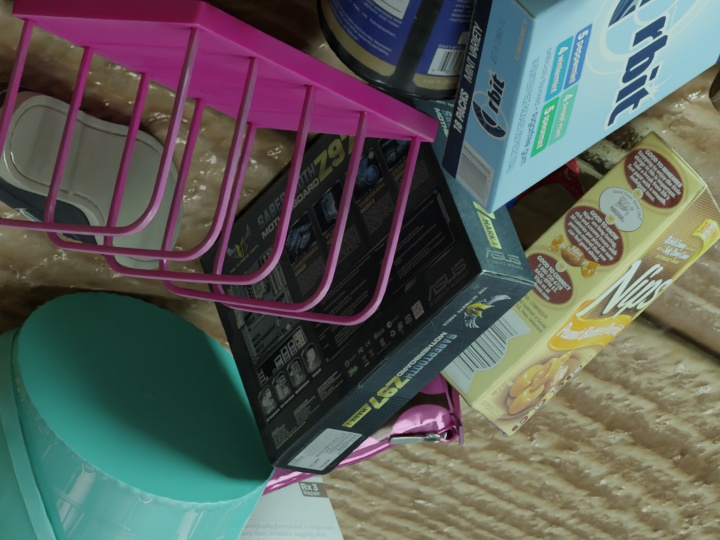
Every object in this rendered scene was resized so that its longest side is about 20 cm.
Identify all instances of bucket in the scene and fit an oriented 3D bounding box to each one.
[{"bbox_3d":[-0.156,0.121,1.684,0.206,0.208,0.135,6,130,-36],"label":"bucket"}]

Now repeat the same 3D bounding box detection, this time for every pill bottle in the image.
[{"bbox_3d":[0.052,-0.189,1.415,0.111,0.112,0.201,-6,146,-22],"label":"pill bottle"}]

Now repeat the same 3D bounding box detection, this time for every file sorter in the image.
[{"bbox_3d":[-0.082,-0.055,1.470,0.138,0.126,0.199,7,169,41],"label":"file sorter"}]

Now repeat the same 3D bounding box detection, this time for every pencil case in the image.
[{"bbox_3d":[-0.031,0.106,1.829,0.199,0.094,0.091,-21,148,1],"label":"pencil case"}]

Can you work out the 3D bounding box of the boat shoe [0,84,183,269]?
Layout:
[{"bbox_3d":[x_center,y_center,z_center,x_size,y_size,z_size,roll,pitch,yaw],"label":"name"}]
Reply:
[{"bbox_3d":[-0.166,-0.056,1.560,0.062,0.073,0.200,14,170,29],"label":"boat shoe"}]

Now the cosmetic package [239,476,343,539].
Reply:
[{"bbox_3d":[-0.105,0.229,1.992,0.101,0.074,0.200,4,142,-35],"label":"cosmetic package"}]

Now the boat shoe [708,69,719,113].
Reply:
[{"bbox_3d":[0.241,-0.157,1.630,0.064,0.072,0.200,23,147,-3],"label":"boat shoe"}]

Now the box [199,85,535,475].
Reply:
[{"bbox_3d":[0.000,0.000,1.626,0.051,0.158,0.200,13,134,-43],"label":"box"}]

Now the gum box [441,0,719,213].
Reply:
[{"bbox_3d":[0.139,-0.138,1.448,0.199,0.045,0.170,-34,156,-25],"label":"gum box"}]

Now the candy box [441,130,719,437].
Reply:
[{"bbox_3d":[0.138,0.011,1.748,0.200,0.055,0.115,-43,161,3],"label":"candy box"}]

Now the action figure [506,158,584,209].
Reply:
[{"bbox_3d":[0.042,-0.027,1.719,0.199,0.052,0.066,-20,153,1],"label":"action figure"}]
